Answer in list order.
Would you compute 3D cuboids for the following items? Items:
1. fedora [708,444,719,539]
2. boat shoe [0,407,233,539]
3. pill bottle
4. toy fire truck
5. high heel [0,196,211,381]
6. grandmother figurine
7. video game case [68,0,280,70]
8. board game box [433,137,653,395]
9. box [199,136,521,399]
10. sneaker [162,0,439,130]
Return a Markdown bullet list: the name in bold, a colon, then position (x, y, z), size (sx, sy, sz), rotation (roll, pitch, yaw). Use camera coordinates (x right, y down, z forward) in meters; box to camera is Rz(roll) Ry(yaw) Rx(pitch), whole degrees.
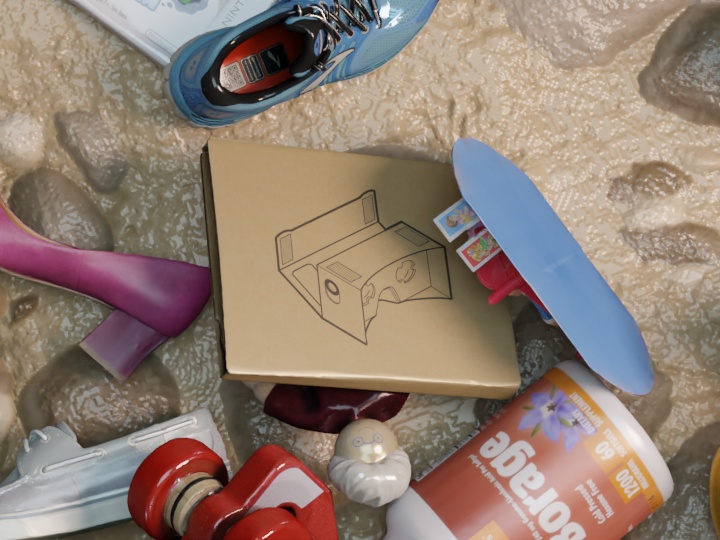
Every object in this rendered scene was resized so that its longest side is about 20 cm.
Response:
- **fedora**: position (0.294, 0.180, 1.678), size (0.201, 0.201, 0.082), rotation (42, 42, 3)
- **boat shoe**: position (-0.184, 0.132, 1.726), size (0.201, 0.070, 0.072), rotation (-13, 83, -10)
- **pill bottle**: position (0.090, 0.158, 1.707), size (0.200, 0.112, 0.112), rotation (-39, 86, -6)
- **toy fire truck**: position (-0.088, 0.209, 1.682), size (0.112, 0.168, 0.200), rotation (34, 80, 38)
- **high heel**: position (-0.190, -0.026, 1.743), size (0.200, 0.067, 0.096), rotation (43, 93, -11)
- **grandmother figurine**: position (-0.015, 0.059, 1.717), size (0.121, 0.061, 0.200), rotation (-20, 64, 4)
- **video game case**: position (-0.129, -0.244, 1.794), size (0.200, 0.024, 0.182), rotation (36, 83, 3)
- **board game box**: position (0.110, 0.006, 1.718), size (0.039, 0.158, 0.200), rotation (-37, 86, 18)
- **box**: position (0.000, 0.000, 1.711), size (0.200, 0.021, 0.164), rotation (5, 61, -23)
- **sneaker**: position (-0.026, -0.148, 1.742), size (0.200, 0.090, 0.078), rotation (-31, 101, -13)
